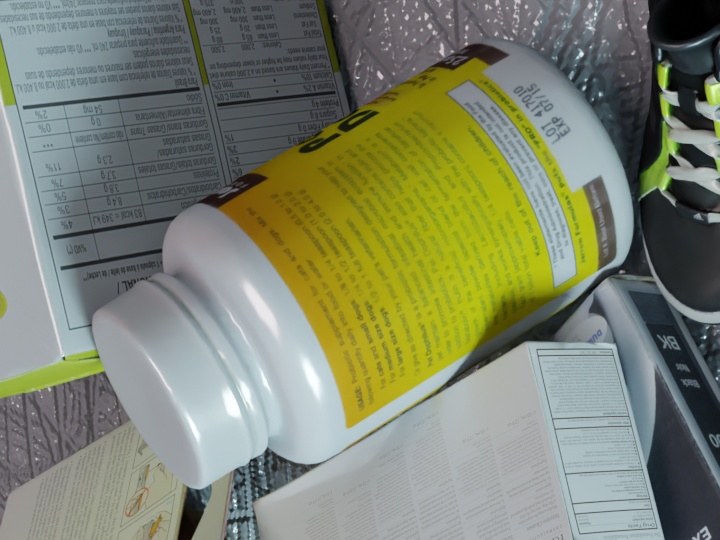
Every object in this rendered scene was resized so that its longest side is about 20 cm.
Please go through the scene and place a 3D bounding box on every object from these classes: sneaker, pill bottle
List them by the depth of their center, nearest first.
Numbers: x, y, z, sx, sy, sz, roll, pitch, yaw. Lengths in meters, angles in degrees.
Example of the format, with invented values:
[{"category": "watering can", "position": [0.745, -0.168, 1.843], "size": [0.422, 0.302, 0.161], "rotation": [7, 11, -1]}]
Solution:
[{"category": "sneaker", "position": [0.125, -0.077, 0.834], "size": [0.071, 0.082, 0.202], "rotation": [16, 108, 38]}, {"category": "pill bottle", "position": [0.000, 0.000, 0.867], "size": [0.109, 0.199, 0.110], "rotation": [48, 158, 27]}]

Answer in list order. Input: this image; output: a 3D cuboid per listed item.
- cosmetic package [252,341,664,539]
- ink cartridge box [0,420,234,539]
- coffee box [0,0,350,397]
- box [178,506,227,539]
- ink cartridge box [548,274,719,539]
[{"category": "cosmetic package", "position": [0.034, 0.101, 0.894], "size": [0.200, 0.050, 0.083], "rotation": [-34, 60, 49]}, {"category": "ink cartridge box", "position": [-0.107, 0.145, 1.014], "size": [0.176, 0.201, 0.045], "rotation": [-32, 120, 28]}, {"category": "coffee box", "position": [-0.140, -0.051, 0.989], "size": [0.199, 0.199, 0.200], "rotation": [-16, 87, 42]}, {"category": "box", "position": [-0.090, 0.201, 0.997], "size": [0.165, 0.021, 0.200], "rotation": [-66, 14, 0]}, {"category": "ink cartridge box", "position": [0.096, 0.141, 0.891], "size": [0.198, 0.043, 0.201], "rotation": [-51, 53, 37]}]
